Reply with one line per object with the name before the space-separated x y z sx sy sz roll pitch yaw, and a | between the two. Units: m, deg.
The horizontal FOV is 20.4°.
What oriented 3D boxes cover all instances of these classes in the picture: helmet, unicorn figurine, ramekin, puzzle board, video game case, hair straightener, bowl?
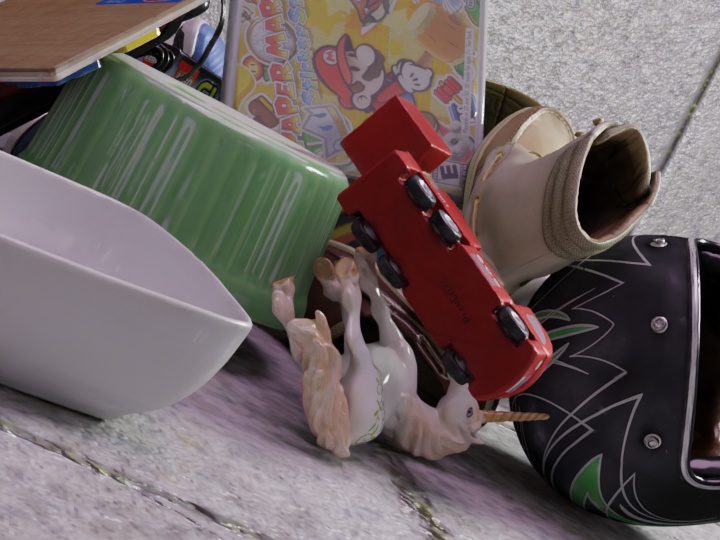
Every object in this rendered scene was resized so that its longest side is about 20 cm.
helmet | 0.185 0.069 1.266 0.189 0.202 0.200 15 12 -25
unicorn figurine | 0.010 0.056 1.139 0.073 0.138 0.200 -16 5 36
ramekin | -0.103 -0.053 1.199 0.199 0.098 0.200 28 4 -2
puzzle board | -0.187 -0.142 1.199 0.199 0.018 0.150 6 30 44
video game case | -0.002 -0.150 1.355 0.180 0.202 0.023 10 -23 -14
hair straightener | -0.171 -0.126 1.263 0.041 0.199 0.077 51 -20 29
bowl | -0.169 -0.003 0.943 0.199 0.075 0.200 23 10 -31

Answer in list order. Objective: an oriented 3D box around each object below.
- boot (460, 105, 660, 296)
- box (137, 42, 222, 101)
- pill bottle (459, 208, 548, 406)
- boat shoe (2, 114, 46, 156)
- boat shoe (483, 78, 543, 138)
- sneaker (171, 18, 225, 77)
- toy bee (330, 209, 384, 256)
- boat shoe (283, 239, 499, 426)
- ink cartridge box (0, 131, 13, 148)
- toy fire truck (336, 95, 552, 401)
boot | 0.127 -0.057 1.266 0.072 0.154 0.201 43 47 -13
box | -0.109 -0.076 1.397 0.035 0.111 0.200 25 -3 31
pill bottle | 0.098 -0.006 1.434 0.114 0.115 0.201 23 26 -31
boat shoe | -0.165 -0.080 1.412 0.062 0.075 0.199 46 29 25
boat shoe | 0.034 -0.114 1.419 0.199 0.072 0.066 3 20 -13
sneaker | -0.079 -0.105 1.530 0.201 0.077 0.076 63 30 -19
toy bee | 0.000 0.000 1.400 0.200 0.131 0.109 35 23 -54
boat shoe | -0.004 0.036 1.280 0.201 0.075 0.075 30 17 25
ink cartridge box | -0.208 -0.120 1.541 0.146 0.084 0.200 31 9 23
toy fire truck | 0.048 -0.014 1.159 0.201 0.049 0.141 55 14 13
